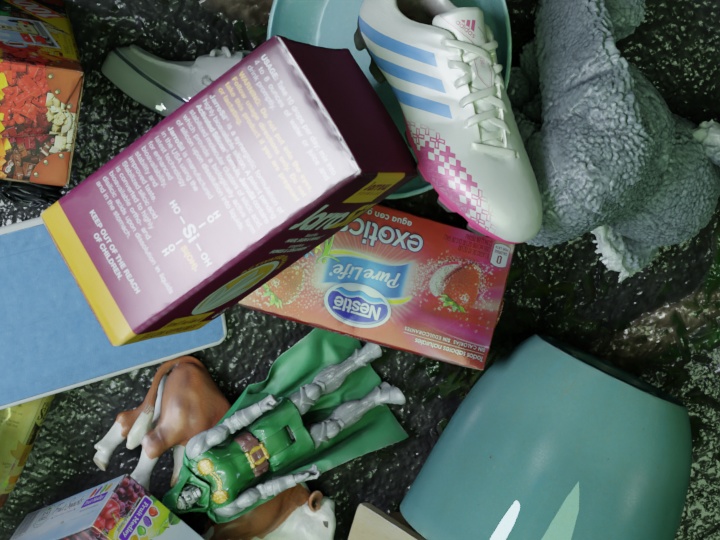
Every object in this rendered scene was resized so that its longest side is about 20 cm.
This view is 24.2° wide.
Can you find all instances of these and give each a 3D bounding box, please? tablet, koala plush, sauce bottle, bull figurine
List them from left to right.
[{"bbox_3d":[-0.254,0.079,1.251,0.065,0.066,0.202,24,101,-11],"label":"sauce bottle"},{"bbox_3d":[-0.196,0.017,1.221,0.198,0.014,0.132,-16,109,-23],"label":"tablet"},{"bbox_3d":[-0.106,0.163,1.279,0.121,0.065,0.201,-42,100,-23],"label":"bull figurine"},{"bbox_3d":[0.181,-0.077,1.180,0.199,0.185,0.177,26,124,-36],"label":"koala plush"}]

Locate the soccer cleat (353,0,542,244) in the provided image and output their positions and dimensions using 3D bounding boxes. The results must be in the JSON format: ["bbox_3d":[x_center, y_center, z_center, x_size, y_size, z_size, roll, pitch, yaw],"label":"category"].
[{"bbox_3d":[0.063,-0.113,1.071,0.201,0.069,0.086,59,137,18],"label":"soccer cleat"}]

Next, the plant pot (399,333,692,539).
[{"bbox_3d":[0.151,0.144,1.234,0.199,0.201,0.162,25,94,-11],"label":"plant pot"}]

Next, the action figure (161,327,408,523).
[{"bbox_3d":[-0.062,0.124,1.243,0.199,0.055,0.119,-32,98,-21],"label":"action figure"}]

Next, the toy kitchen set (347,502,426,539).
[{"bbox_3d":[0.026,0.301,1.246,0.162,0.180,0.202,1,111,-49],"label":"toy kitchen set"}]

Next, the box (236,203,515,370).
[{"bbox_3d":[0.000,0.000,1.210,0.198,0.100,0.097,15,89,-8],"label":"box"}]

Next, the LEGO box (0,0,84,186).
[{"bbox_3d":[-0.265,-0.130,1.100,0.147,0.200,0.078,7,110,-17],"label":"LEGO box"}]

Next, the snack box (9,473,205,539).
[{"bbox_3d":[-0.173,0.228,1.250,0.142,0.199,0.053,41,58,-15],"label":"snack box"}]

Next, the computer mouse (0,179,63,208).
[{"bbox_3d":[-0.314,-0.072,1.153,0.197,0.138,0.053,-1,87,20],"label":"computer mouse"}]

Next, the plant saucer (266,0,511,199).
[{"bbox_3d":[0.024,-0.151,1.164,0.198,0.036,0.203,4,97,33],"label":"plant saucer"}]

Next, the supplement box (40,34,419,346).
[{"bbox_3d":[-0.080,-0.049,1.073,0.199,0.131,0.104,-35,81,18],"label":"supplement box"}]

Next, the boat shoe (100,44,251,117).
[{"bbox_3d":[-0.086,-0.122,1.175,0.198,0.074,0.066,25,99,10],"label":"boat shoe"}]
